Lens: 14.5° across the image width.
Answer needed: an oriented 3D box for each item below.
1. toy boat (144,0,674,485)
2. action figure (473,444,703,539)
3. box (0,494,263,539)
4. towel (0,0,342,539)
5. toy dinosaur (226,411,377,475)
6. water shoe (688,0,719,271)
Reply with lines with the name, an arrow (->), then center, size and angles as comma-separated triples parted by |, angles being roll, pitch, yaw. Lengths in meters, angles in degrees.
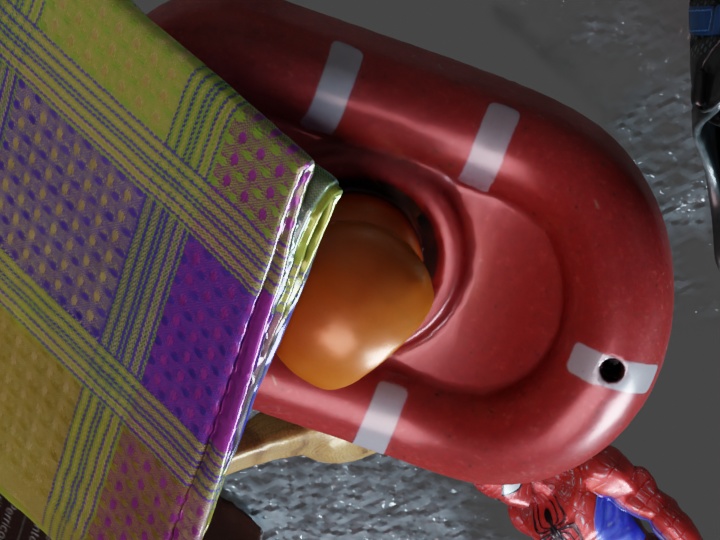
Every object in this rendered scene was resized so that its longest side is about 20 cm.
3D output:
toy boat -> 0.000, 0.000, 0.880 | 0.200, 0.131, 0.131 | 19, 108, -4
action figure -> 0.118, 0.118, 1.063 | 0.200, 0.052, 0.065 | 36, 139, -19
box -> -0.173, 0.158, 1.107 | 0.164, 0.166, 0.200 | 35, 135, -22
towel -> -0.080, 0.006, 0.863 | 0.144, 0.023, 0.200 | 42, 131, 27
toy dinosaur -> -0.016, 0.049, 0.975 | 0.200, 0.106, 0.060 | -17, 109, -19
water shoe -> 0.128, -0.076, 0.812 | 0.071, 0.079, 0.200 | 2, 138, 15
